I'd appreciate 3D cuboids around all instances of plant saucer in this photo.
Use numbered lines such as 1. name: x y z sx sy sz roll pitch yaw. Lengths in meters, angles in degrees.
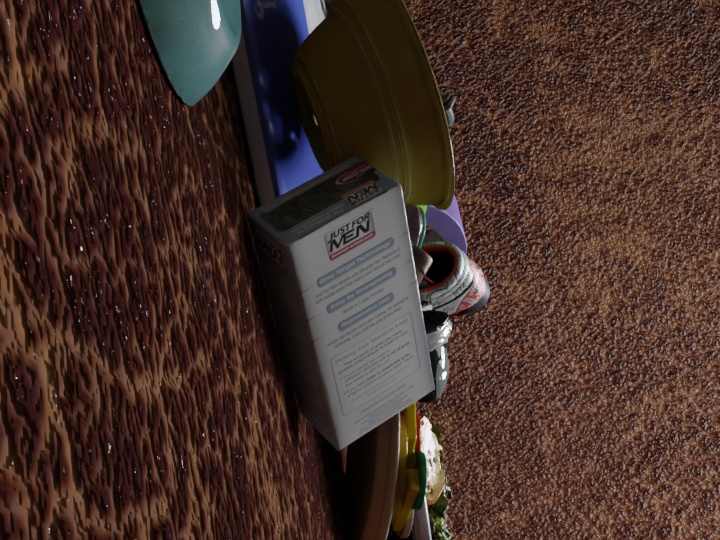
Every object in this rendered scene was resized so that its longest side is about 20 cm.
1. plant saucer: -0.097 -0.194 0.612 0.200 0.035 0.203 -11 90 -88

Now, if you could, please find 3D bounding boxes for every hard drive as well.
1. hard drive: -0.061 -0.125 0.918 0.132 0.025 0.203 -41 123 -67

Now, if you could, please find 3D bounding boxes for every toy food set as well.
1. toy food set: 0.022 0.191 1.108 0.201 0.048 0.200 108 -15 -50

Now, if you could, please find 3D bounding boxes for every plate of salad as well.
1. plate of salad: 0.073 0.235 1.174 0.200 0.047 0.203 172 -90 -90

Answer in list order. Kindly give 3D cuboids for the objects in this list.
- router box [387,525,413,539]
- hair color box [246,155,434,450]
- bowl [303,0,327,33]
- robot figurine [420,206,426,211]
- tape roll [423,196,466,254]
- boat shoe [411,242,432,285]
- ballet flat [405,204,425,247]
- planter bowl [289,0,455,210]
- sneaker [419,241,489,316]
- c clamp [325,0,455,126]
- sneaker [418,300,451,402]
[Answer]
1. router box: 0.033 0.337 1.205 0.201 0.061 0.151 -97 175 -55
2. hair color box: -0.010 0.028 0.844 0.061 0.098 0.202 37 -32 45
3. bowl: -0.067 -0.228 1.067 0.200 0.074 0.202 -97 175 -62
4. robot figurine: 0.015 -0.095 1.147 0.115 0.175 0.201 38 -31 25
5. tape roll: 0.050 -0.049 1.619 0.086 0.197 0.202 -99 178 -46
6. boat shoe: -0.003 -0.042 1.032 0.200 0.072 0.072 49 -2 35
7. ballet flat: 0.000 0.000 1.105 0.201 0.066 0.069 122 -35 -50
8. planter bowl: -0.003 -0.129 0.872 0.200 0.082 0.203 160 -90 -82
9. sneaker: 0.034 0.033 1.199 0.108 0.199 0.068 44 26 -59
10. c clamp: 0.026 -0.205 1.068 0.200 0.027 0.171 44 -4 -19
11. sneaker: 0.041 0.072 1.053 0.200 0.073 0.081 -127 -149 -81
